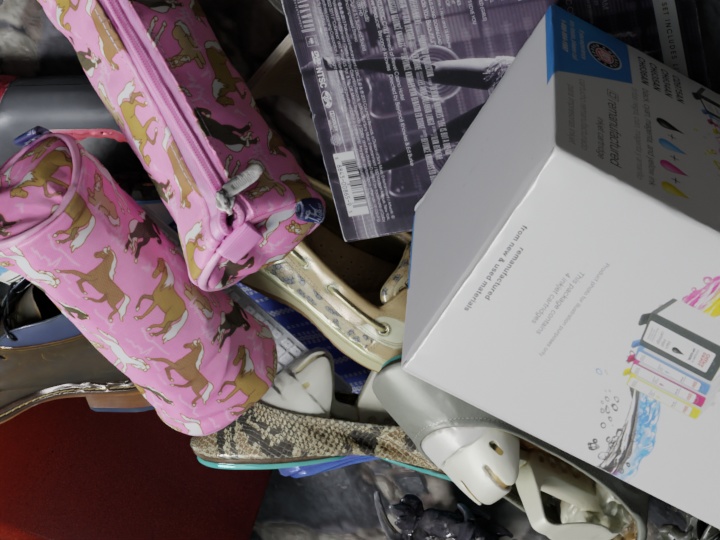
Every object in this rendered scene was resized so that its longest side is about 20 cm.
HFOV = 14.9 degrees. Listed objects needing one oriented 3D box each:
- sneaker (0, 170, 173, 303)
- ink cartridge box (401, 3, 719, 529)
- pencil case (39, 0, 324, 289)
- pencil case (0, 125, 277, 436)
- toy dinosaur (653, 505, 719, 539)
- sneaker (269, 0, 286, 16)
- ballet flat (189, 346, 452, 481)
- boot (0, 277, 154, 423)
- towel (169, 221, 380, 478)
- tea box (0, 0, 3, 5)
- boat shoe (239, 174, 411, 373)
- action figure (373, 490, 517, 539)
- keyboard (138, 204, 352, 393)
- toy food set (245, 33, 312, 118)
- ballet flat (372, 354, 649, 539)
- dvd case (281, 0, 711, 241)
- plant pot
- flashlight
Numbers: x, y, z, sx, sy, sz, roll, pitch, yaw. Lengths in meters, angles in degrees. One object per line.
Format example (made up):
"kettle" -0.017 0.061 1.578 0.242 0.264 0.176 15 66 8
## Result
"sneaker" -0.167 -0.016 1.623 0.199 0.072 0.073 -14 86 50
"ink cartridge box" 0.142 0.001 1.334 0.199 0.148 0.145 27 120 -13
"pencil case" -0.097 -0.091 1.445 0.201 0.083 0.087 60 141 13
"pencil case" -0.127 0.011 1.484 0.083 0.087 0.200 -34 130 13
"toy dinosaur" 0.209 0.091 1.498 0.199 0.102 0.137 25 126 38
"sneaker" -0.067 -0.206 1.362 0.076 0.084 0.201 -12 111 43
"ballet flat" 0.003 0.080 1.593 0.199 0.068 0.076 5 108 -5
"boot" -0.204 0.035 1.601 0.199 0.075 0.097 -6 136 3
"towel" -0.044 0.038 1.643 0.144 0.024 0.200 -14 120 40
"tea box" -0.306 -0.215 1.489 0.199 0.134 0.197 23 138 13
"boat shoe" 0.000 0.000 1.532 0.199 0.074 0.063 26 138 -4
"action figure" 0.073 0.198 1.634 0.199 0.102 0.119 19 161 40
"keyboard" -0.083 0.034 1.578 0.056 0.011 0.200 -42 128 7
"toy food set" 0.042 -0.066 1.458 0.200 0.060 0.144 40 139 -5
"ballet flat" 0.089 0.108 1.538 0.199 0.064 0.067 28 137 -33
"dvd case" 0.072 -0.096 1.374 0.199 0.016 0.149 -9 120 10
"plant pot" -0.167 0.159 1.726 0.175 0.201 0.200 25 140 -9
"flashlight" -0.163 -0.082 1.579 0.199 0.068 0.068 2 92 27
